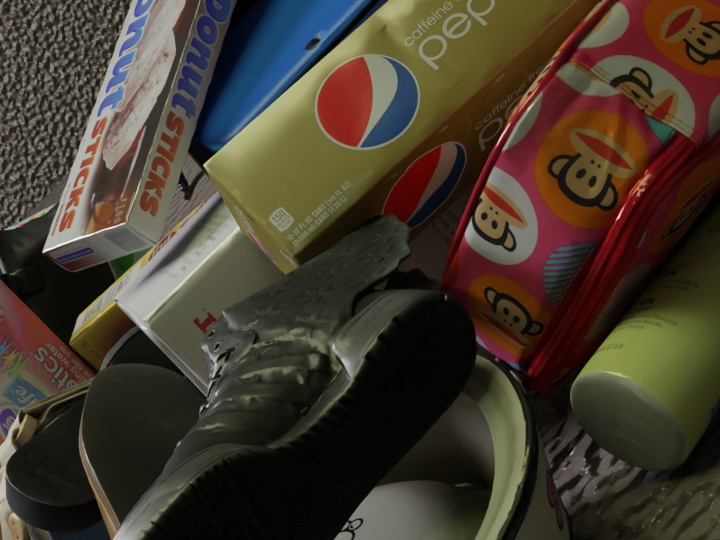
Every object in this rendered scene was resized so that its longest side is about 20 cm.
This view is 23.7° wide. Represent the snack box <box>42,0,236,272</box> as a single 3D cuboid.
[{"bbox_3d":[-0.107,-0.096,0.888,0.072,0.024,0.201,-16,50,44],"label":"snack box"}]

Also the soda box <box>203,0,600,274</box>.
[{"bbox_3d":[0.032,-0.077,0.746,0.200,0.064,0.068,-43,-25,-8],"label":"soda box"}]

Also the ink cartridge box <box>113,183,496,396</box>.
[{"bbox_3d":[0.000,0.000,0.864,0.200,0.147,0.146,-45,13,-8],"label":"ink cartridge box"}]

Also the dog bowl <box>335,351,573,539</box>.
[{"bbox_3d":[-0.007,0.123,0.635,0.199,0.074,0.201,-29,26,16],"label":"dog bowl"}]

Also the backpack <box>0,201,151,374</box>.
[{"bbox_3d":[-0.206,0.047,1.228,0.150,0.179,0.200,-23,-5,-28],"label":"backpack"}]

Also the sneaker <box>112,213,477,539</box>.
[{"bbox_3d":[-0.031,0.052,0.638,0.200,0.060,0.104,-41,27,-23],"label":"sneaker"}]

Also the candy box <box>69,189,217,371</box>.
[{"bbox_3d":[-0.071,0.013,1.075,0.200,0.117,0.057,-42,16,9],"label":"candy box"}]

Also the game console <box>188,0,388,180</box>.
[{"bbox_3d":[-0.010,-0.125,0.939,0.200,0.171,0.118,-46,60,-4],"label":"game console"}]

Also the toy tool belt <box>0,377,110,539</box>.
[{"bbox_3d":[-0.148,0.129,0.943,0.200,0.126,0.123,-31,10,-40],"label":"toy tool belt"}]

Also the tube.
[{"bbox_3d":[0.153,-0.007,0.686,0.058,0.052,0.200,21,54,31],"label":"tube"}]

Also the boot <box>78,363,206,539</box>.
[{"bbox_3d":[-0.098,0.125,0.824,0.201,0.073,0.076,-113,30,-48],"label":"boot"}]

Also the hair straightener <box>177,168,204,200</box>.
[{"bbox_3d":[-0.068,-0.129,0.999,0.041,0.076,0.201,-121,43,-53],"label":"hair straightener"}]

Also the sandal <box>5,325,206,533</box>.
[{"bbox_3d":[-0.115,0.067,0.923,0.200,0.076,0.043,-52,-25,-53],"label":"sandal"}]

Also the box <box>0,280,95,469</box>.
[{"bbox_3d":[-0.218,0.103,1.058,0.102,0.200,0.095,-30,19,37],"label":"box"}]

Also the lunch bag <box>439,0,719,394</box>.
[{"bbox_3d":[0.112,-0.045,0.727,0.200,0.082,0.177,-45,-14,-36],"label":"lunch bag"}]
